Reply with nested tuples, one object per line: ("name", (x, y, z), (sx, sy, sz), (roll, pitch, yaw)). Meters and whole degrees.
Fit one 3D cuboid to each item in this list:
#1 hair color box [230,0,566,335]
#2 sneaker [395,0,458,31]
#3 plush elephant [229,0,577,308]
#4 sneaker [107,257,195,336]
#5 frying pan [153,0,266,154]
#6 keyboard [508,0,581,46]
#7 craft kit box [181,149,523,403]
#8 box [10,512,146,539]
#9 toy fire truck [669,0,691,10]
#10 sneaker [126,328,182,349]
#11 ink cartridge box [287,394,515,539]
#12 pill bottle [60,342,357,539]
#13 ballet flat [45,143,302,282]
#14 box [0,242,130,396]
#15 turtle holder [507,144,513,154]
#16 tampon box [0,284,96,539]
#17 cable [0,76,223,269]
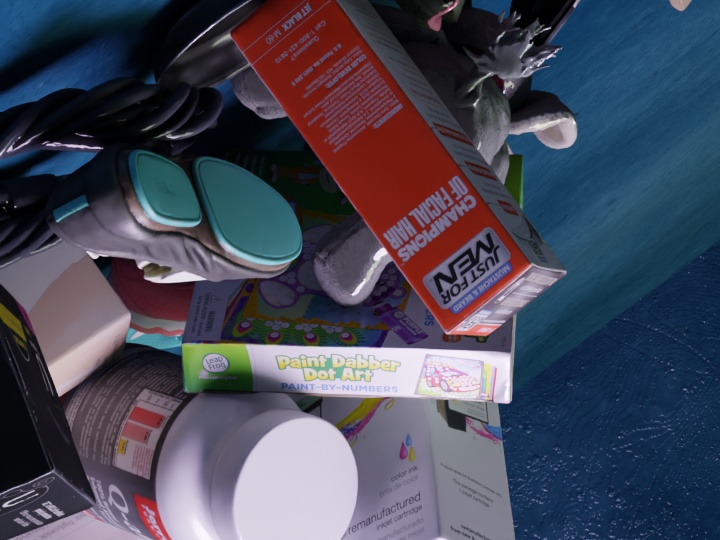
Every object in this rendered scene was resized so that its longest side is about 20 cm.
("hair color box", (0.022, -0.062, 1.380), (0.064, 0.200, 0.111), (-39, 169, 10))
("sneaker", (0.082, -0.196, 1.444), (0.199, 0.096, 0.079), (-32, 166, -31))
("plush elephant", (0.043, -0.103, 1.522), (0.199, 0.165, 0.155), (-29, -176, 20))
("sneaker", (-0.069, 0.009, 1.666), (0.198, 0.074, 0.087), (1, 160, 0))
("frying pan", (-0.072, -0.122, 1.431), (0.115, 0.031, 0.190), (-33, 171, -13))
("keyboard", (0.123, -0.186, 1.578), (0.200, 0.020, 0.128), (130, -27, -72))
("craft kit box", (0.000, 0.000, 1.569), (0.201, 0.196, 0.049), (-83, 175, -51))
("box", (-0.261, 0.180, 1.708), (0.199, 0.172, 0.199), (-26, 165, -42))
("toy fire truck", (0.240, -0.267, 1.616), (0.176, 0.129, 0.200), (-33, 180, -22))
("sneaker", (-0.088, 0.039, 1.750), (0.199, 0.080, 0.078), (-4, 156, 23))
("ink cartridge box", (0.011, 0.120, 1.610), (0.144, 0.201, 0.084), (-30, 139, 31))
("pill bottle", (-0.099, 0.116, 1.572), (0.116, 0.117, 0.199), (-30, -154, -31))
("ballet flat", (-0.102, -0.028, 1.347), (0.068, 0.068, 0.200), (-22, 163, 20))
("box", (-0.242, 0.061, 1.532), (0.199, 0.078, 0.095), (-34, 170, -16))
("turtle holder", (0.035, -0.044, 1.792), (0.131, 0.141, 0.186), (-37, 165, -19))
("tampon box", (-0.263, 0.097, 1.374), (0.199, 0.127, 0.150), (-22, 168, -2))
("cable", (-0.159, -0.050, 1.350), (0.163, 0.051, 0.200), (-29, 167, 28))
